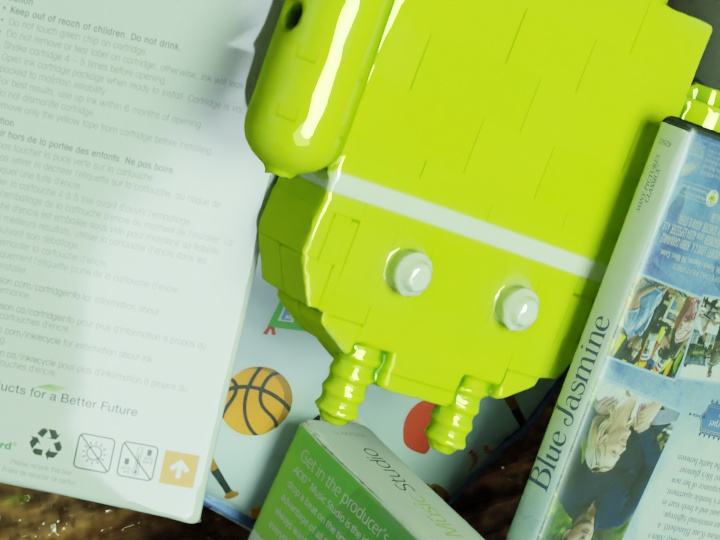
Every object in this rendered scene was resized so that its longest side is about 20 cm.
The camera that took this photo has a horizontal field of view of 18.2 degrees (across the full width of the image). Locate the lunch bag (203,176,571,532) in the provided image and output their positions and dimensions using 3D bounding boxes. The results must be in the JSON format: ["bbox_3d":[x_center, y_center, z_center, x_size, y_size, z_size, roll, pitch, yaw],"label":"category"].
[{"bbox_3d":[0.000,0.000,0.794,0.160,0.076,0.200,34,100,-27],"label":"lunch bag"}]

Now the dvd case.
[{"bbox_3d":[0.121,0.059,0.767,0.142,0.018,0.201,15,98,-38],"label":"dvd case"}]

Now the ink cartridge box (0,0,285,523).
[{"bbox_3d":[-0.125,-0.035,0.711,0.197,0.047,0.201,13,101,-6],"label":"ink cartridge box"}]

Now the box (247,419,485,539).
[{"bbox_3d":[-0.008,0.172,0.750,0.036,0.144,0.201,6,115,-42],"label":"box"}]

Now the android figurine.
[{"bbox_3d":[0.041,-0.040,0.715,0.182,0.041,0.201,20,93,-36],"label":"android figurine"}]

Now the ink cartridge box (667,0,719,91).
[{"bbox_3d":[0.183,-0.067,0.822,0.146,0.083,0.201,5,114,-23],"label":"ink cartridge box"}]
